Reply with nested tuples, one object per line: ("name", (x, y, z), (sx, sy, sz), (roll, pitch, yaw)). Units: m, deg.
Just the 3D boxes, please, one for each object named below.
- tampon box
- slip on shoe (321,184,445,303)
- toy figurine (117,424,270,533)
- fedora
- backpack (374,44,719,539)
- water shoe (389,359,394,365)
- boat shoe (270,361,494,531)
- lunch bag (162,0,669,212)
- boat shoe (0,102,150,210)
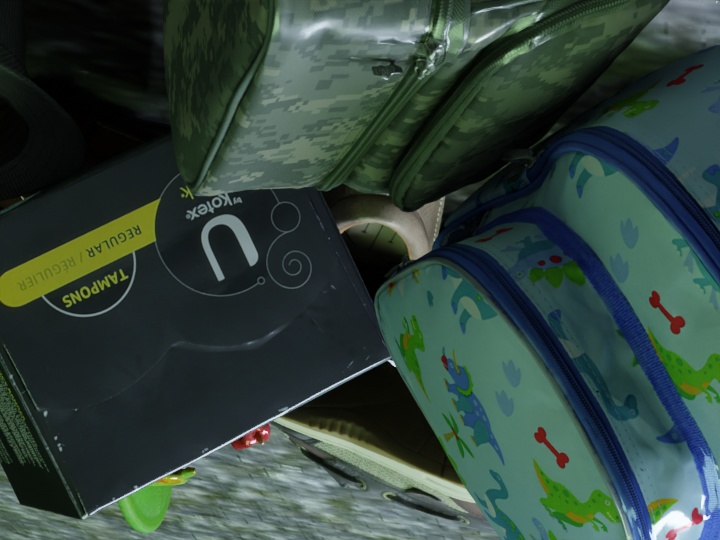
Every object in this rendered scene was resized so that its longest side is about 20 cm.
("tampon box", (-0.101, 0.017, 0.916), (0.149, 0.127, 0.200), (-27, -176, -17))
("slip on shoe", (0.000, 0.000, 0.944), (0.076, 0.061, 0.200), (12, 149, -6))
("toy figurine", (-0.054, 0.071, 1.219), (0.183, 0.151, 0.200), (-6, 170, 9))
("fedora", (-0.214, -0.100, 0.920), (0.199, 0.091, 0.177), (-10, 152, 30))
("backpack", (0.108, 0.030, 0.734), (0.147, 0.184, 0.200), (-28, 174, -23))
("water shoe", (-0.035, 0.008, 1.129), (0.199, 0.072, 0.079), (15, 154, -14))
("boat shoe", (-0.002, 0.078, 1.045), (0.199, 0.073, 0.065), (26, 142, 32))
("lunch bag", (0.025, -0.109, 0.741), (0.167, 0.140, 0.200), (-2, 163, -16))
("boat shoe", (-0.166, -0.051, 1.043), (0.199, 0.072, 0.068), (10, 159, 2))
